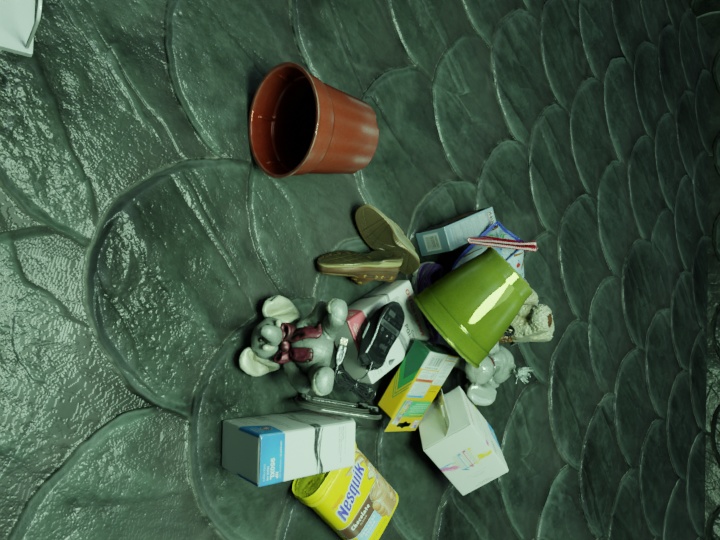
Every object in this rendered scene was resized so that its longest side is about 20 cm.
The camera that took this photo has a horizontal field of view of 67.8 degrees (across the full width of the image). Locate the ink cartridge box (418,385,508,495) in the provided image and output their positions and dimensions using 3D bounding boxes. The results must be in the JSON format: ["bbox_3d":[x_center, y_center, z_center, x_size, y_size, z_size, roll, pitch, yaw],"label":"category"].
[{"bbox_3d":[0.221,0.378,1.217,0.201,0.124,0.129,51,14,-22],"label":"ink cartridge box"}]

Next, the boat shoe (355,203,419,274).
[{"bbox_3d":[0.060,-0.078,1.203,0.200,0.072,0.065,44,24,-23],"label":"boat shoe"}]

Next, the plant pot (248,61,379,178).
[{"bbox_3d":[-0.079,-0.270,1.030,0.194,0.199,0.205,-2,87,-48],"label":"plant pot"}]

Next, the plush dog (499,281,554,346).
[{"bbox_3d":[0.440,0.104,1.472,0.200,0.158,0.175,38,44,-61],"label":"plush dog"}]

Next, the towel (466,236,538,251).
[{"bbox_3d":[0.312,-0.060,1.163,0.200,0.142,0.023,-8,105,-71],"label":"towel"}]

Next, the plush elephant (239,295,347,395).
[{"bbox_3d":[-0.128,0.128,0.962,0.152,0.200,0.167,17,72,-13],"label":"plush elephant"}]

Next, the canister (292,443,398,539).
[{"bbox_3d":[-0.023,0.439,1.063,0.201,0.086,0.149,54,56,-24],"label":"canister"}]

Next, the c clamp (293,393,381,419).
[{"bbox_3d":[-0.044,0.264,1.040,0.197,0.170,0.028,15,85,-23],"label":"c clamp"}]

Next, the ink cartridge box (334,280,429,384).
[{"bbox_3d":[0.042,0.126,1.148,0.199,0.082,0.149,-30,104,-37],"label":"ink cartridge box"}]

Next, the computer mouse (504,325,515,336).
[{"bbox_3d":[0.286,0.118,1.295,0.197,0.034,0.059,14,37,-12],"label":"computer mouse"}]

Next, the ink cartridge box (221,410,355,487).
[{"bbox_3d":[-0.126,0.306,0.950,0.198,0.143,0.086,4,85,-39],"label":"ink cartridge box"}]

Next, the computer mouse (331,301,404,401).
[{"bbox_3d":[0.006,0.139,1.034,0.140,0.046,0.203,33,76,-42],"label":"computer mouse"}]

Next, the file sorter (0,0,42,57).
[{"bbox_3d":[-0.531,-0.398,0.697,0.198,0.124,0.142,3,83,-39],"label":"file sorter"}]

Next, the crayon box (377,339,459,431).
[{"bbox_3d":[0.120,0.253,1.169,0.125,0.051,0.202,18,104,-50],"label":"crayon box"}]

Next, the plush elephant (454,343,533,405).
[{"bbox_3d":[0.285,0.229,1.279,0.153,0.199,0.168,10,87,-35],"label":"plush elephant"}]

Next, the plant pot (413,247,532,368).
[{"bbox_3d":[0.246,0.062,1.121,0.193,0.201,0.200,-44,119,8],"label":"plant pot"}]

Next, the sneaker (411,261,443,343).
[{"bbox_3d":[0.164,0.080,1.256,0.080,0.083,0.204,0,86,-39],"label":"sneaker"}]

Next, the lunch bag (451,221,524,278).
[{"bbox_3d":[0.308,0.015,1.320,0.199,0.124,0.171,-38,143,-12],"label":"lunch bag"}]

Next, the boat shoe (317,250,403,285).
[{"bbox_3d":[0.000,0.000,1.132,0.197,0.072,0.069,-2,114,-30],"label":"boat shoe"}]

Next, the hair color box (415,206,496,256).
[{"bbox_3d":[0.240,-0.098,1.326,0.198,0.098,0.062,-23,98,-39],"label":"hair color box"}]
